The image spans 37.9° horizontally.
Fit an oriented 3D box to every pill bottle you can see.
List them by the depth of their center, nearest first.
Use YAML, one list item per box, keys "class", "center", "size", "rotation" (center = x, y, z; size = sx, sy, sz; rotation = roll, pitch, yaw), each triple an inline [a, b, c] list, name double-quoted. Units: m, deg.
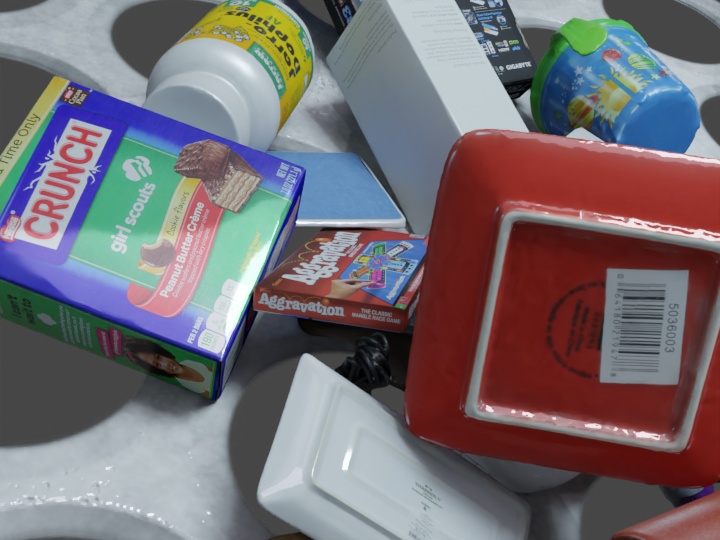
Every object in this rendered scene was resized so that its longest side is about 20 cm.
- class: "pill bottle"
  center: [-0.112, -0.151, 0.876]
  size: [0.112, 0.113, 0.200]
  rotation: [21, 32, 1]

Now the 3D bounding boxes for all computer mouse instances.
- class: "computer mouse"
  center: [0.069, 0.109, 0.703]
  size: [0.199, 0.110, 0.044]
  rotation: [22, 54, -11]

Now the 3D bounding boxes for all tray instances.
- class: "tray"
  center: [0.034, 0.138, 0.631]
  size: [0.200, 0.022, 0.108]
  rotation: [36, 47, -21]

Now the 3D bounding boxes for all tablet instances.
- class: "tablet"
  center: [-0.072, -0.068, 0.879]
  size: [0.199, 0.014, 0.130]
  rotation: [-1, 33, -22]

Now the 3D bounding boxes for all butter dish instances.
- class: "butter dish"
  center: [0.138, 0.009, 0.640]
  size: [0.198, 0.201, 0.148]
  rotation: [9, 21, 5]

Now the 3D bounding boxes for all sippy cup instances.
- class: "sippy cup"
  center: [0.254, -0.158, 1.019]
  size: [0.177, 0.140, 0.130]
  rotation: [7, 28, -29]

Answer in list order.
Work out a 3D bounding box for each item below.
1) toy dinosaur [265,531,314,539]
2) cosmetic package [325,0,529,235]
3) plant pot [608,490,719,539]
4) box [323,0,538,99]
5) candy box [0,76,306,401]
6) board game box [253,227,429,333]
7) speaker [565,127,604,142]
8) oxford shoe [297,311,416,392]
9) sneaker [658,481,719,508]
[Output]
- class: "toy dinosaur"
  center: [-0.036, 0.173, 0.607]
  size: [0.199, 0.061, 0.106]
  rotation: [-21, 54, -39]
- class: "cosmetic package"
  center: [0.061, -0.143, 0.919]
  size: [0.081, 0.113, 0.201]
  rotation: [-15, 72, -36]
- class: "plant pot"
  center: [0.250, 0.203, 0.607]
  size: [0.194, 0.202, 0.201]
  rotation: [-10, 48, -20]
- class: "box"
  center: [0.067, -0.262, 1.081]
  size: [0.199, 0.050, 0.200]
  rotation: [-16, 76, -33]
- class: "candy box"
  center: [-0.159, -0.026, 0.734]
  size: [0.199, 0.077, 0.170]
  rotation: [20, 58, 2]
- class: "board game box"
  center: [0.000, 0.000, 0.769]
  size: [0.102, 0.020, 0.200]
  rotation: [7, 16, 11]
- class: "speaker"
  center: [0.230, -0.028, 0.824]
  size: [0.200, 0.082, 0.081]
  rotation: [38, 43, 21]
- class: "oxford shoe"
  center: [0.037, 0.060, 0.754]
  size: [0.199, 0.085, 0.073]
  rotation: [13, 19, 24]
- class: "sneaker"
  center: [0.256, 0.112, 0.811]
  size: [0.088, 0.074, 0.200]
  rotation: [58, 39, -4]
